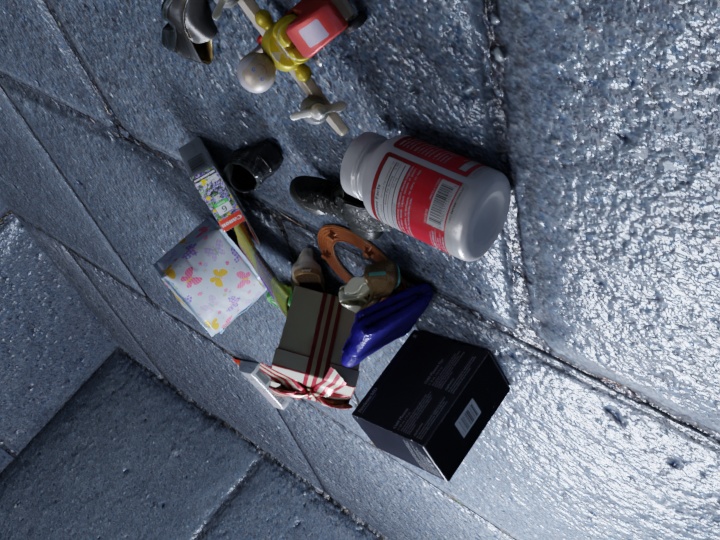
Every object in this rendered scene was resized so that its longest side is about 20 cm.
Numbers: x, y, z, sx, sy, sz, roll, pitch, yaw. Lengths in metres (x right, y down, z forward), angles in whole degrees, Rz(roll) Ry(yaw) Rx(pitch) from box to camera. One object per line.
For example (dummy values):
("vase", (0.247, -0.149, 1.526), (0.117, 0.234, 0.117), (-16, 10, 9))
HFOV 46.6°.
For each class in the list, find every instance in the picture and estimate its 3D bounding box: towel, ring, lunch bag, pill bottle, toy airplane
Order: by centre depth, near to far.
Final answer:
("toy airplane", (-0.097, -0.260, 0.971), (0.199, 0.142, 0.200), (33, 157, 18))
("pill bottle", (0.075, -0.099, 1.026), (0.198, 0.113, 0.113), (28, 154, 31))
("towel", (0.038, 0.088, 1.396), (0.050, 0.146, 0.200), (56, 160, 12))
("ring", (0.000, 0.000, 1.450), (0.199, 0.019, 0.201), (34, 157, 16))
("towel", (-0.193, -0.008, 1.653), (0.201, 0.023, 0.144), (55, 166, 15))
("lunch bag", (-0.313, 0.019, 1.771), (0.201, 0.169, 0.127), (53, 171, -27))

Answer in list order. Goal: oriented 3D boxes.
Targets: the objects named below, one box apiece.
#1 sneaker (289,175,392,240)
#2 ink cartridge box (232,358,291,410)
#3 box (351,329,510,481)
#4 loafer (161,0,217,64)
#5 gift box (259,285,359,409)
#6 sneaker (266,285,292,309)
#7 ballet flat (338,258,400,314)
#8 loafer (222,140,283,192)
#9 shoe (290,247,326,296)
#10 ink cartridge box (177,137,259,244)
("sneaker", (-0.021, -0.109, 1.238), (0.198, 0.060, 0.105), (29, 157, 14))
("ink cartridge box", (-0.314, 0.345, 2.548), (0.163, 0.057, 0.199), (50, 151, -22))
("box", (0.120, 0.224, 1.426), (0.181, 0.201, 0.105), (14, 147, 48))
("loafer", (-0.223, -0.343, 1.130), (0.072, 0.073, 0.200), (33, 168, -6))
("gift box", (-0.084, 0.152, 1.575), (0.182, 0.189, 0.201), (13, 157, 3))
("sneaker", (-0.126, 0.101, 1.750), (0.199, 0.084, 0.074), (34, 157, 18))
("ballet flat", (0.005, 0.035, 1.374), (0.200, 0.071, 0.069), (132, 132, -67))
("loafer", (-0.193, -0.164, 1.392), (0.068, 0.071, 0.200), (48, 157, -16))
("shoe", (-0.100, 0.017, 1.608), (0.200, 0.069, 0.054), (101, 162, -68))
("ink cartridge box", (-0.257, -0.133, 1.527), (0.109, 0.050, 0.201), (57, 175, 48))
